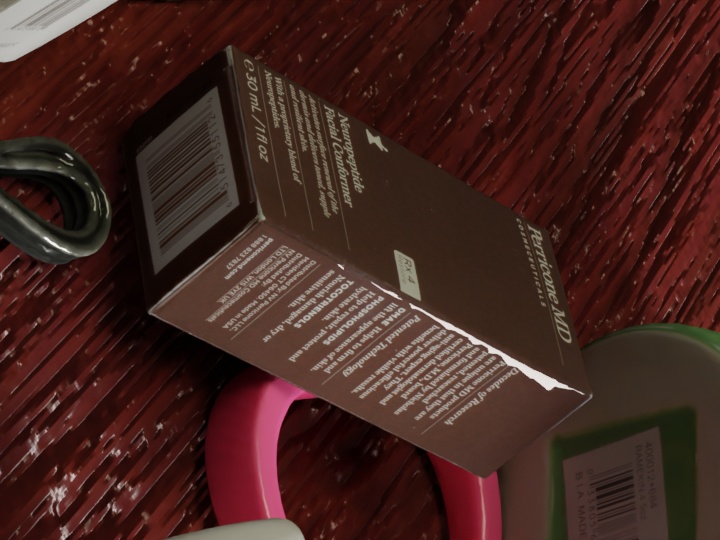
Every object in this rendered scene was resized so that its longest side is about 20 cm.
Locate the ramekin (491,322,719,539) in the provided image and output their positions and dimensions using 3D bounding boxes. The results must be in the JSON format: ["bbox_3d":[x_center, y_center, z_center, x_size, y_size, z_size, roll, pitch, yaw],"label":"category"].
[{"bbox_3d":[0.146,0.121,1.275,0.097,0.199,0.201,21,56,-41],"label":"ramekin"}]

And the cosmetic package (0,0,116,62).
[{"bbox_3d":[-0.156,-0.182,1.019,0.201,0.085,0.108,62,14,3],"label":"cosmetic package"}]

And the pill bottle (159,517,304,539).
[{"bbox_3d":[-0.048,0.197,1.016,0.104,0.104,0.201,-2,76,-57],"label":"pill bottle"}]

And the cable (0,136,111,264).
[{"bbox_3d":[-0.152,-0.052,1.034,0.200,0.050,0.098,40,37,-38],"label":"cable"}]

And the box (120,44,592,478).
[{"bbox_3d":[0.000,0.000,1.179,0.199,0.075,0.101,29,35,-39],"label":"box"}]

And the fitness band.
[{"bbox_3d":[0.005,0.101,1.211,0.200,0.037,0.145,-1,74,-58],"label":"fitness band"}]
